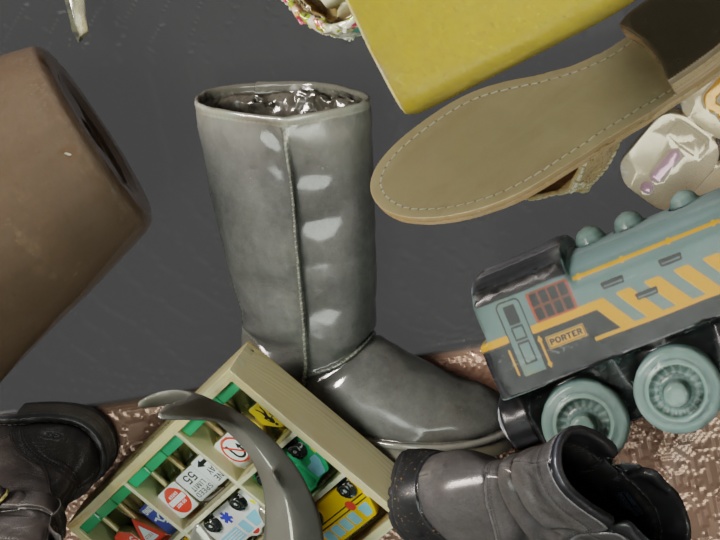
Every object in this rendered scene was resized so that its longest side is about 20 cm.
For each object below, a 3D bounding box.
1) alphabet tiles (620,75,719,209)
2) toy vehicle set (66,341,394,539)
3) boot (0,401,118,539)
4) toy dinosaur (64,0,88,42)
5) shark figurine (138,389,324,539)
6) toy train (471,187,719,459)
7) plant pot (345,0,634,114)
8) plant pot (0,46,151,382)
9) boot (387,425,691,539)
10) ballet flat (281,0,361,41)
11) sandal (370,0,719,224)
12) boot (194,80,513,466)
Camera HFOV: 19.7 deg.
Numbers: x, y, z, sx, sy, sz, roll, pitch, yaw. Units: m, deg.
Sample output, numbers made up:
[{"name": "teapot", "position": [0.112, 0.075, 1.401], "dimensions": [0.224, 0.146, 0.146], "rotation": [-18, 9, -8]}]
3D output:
[{"name": "alphabet tiles", "position": [0.240, -0.029, 1.081], "dimensions": [0.200, 0.015, 0.196], "rotation": [36, 113, -4]}, {"name": "toy vehicle set", "position": [-0.069, 0.133, 1.163], "dimensions": [0.124, 0.027, 0.200], "rotation": [40, 134, -6]}, {"name": "boot", "position": [-0.236, 0.137, 1.154], "dimensions": [0.200, 0.174, 0.069], "rotation": [-14, 108, 16]}, {"name": "toy dinosaur", "position": [-0.195, -0.216, 1.077], "dimensions": [0.200, 0.047, 0.088], "rotation": [42, 128, -7]}, {"name": "shark figurine", "position": [-0.048, 0.154, 1.080], "dimensions": [0.128, 0.090, 0.215], "rotation": [-2, 116, -4]}, {"name": "toy train", "position": [0.153, 0.024, 1.071], "dimensions": [0.200, 0.085, 0.114], "rotation": [-22, 96, 18]}, {"name": "plant pot", "position": [0.094, -0.216, 0.915], "dimensions": [0.200, 0.196, 0.194], "rotation": [-18, 108, 31]}, {"name": "plant pot", "position": [-0.211, -0.027, 1.096], "dimensions": [0.174, 0.200, 0.200], "rotation": [-33, 103, 2]}, {"name": "boot", "position": [0.119, 0.145, 1.084], "dimensions": [0.132, 0.070, 0.200], "rotation": [-11, 150, 40]}, {"name": "ballet flat", "position": [-0.051, -0.198, 1.045], "dimensions": [0.076, 0.064, 0.200], "rotation": [-40, 99, 23]}, {"name": "sandal", "position": [0.113, -0.067, 1.064], "dimensions": [0.211, 0.078, 0.070], "rotation": [-31, 139, 7]}, {"name": "boot", "position": [0.001, 0.001, 1.118], "dimensions": [0.181, 0.073, 0.200], "rotation": [4, 107, 9]}]
